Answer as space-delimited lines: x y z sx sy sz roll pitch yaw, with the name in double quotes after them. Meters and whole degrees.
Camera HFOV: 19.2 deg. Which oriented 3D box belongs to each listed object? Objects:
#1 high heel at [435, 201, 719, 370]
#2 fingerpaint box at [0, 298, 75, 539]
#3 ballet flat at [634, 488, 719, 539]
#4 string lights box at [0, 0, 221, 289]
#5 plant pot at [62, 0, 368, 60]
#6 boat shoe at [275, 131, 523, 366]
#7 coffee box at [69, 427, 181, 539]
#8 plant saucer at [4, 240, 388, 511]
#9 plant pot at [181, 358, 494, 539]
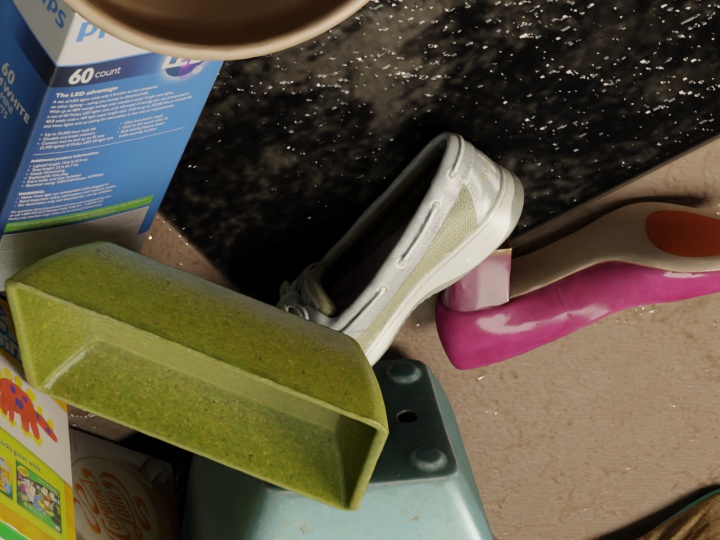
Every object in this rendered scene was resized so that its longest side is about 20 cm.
0.144 0.015 1.257 0.199 0.067 0.096 2 128 7 "high heel"
-0.245 0.069 1.153 0.073 0.167 0.200 -28 136 18 "fingerpaint box"
0.197 0.225 1.494 0.200 0.072 0.068 -30 135 19 "ballet flat"
-0.137 -0.080 1.056 0.103 0.059 0.200 -14 147 -37 "string lights box"
-0.067 -0.201 0.937 0.200 0.093 0.201 -7 117 -14 "plant pot"
0.001 0.001 1.211 0.202 0.075 0.065 -39 126 21 "boat shoe"
-0.169 0.200 1.287 0.114 0.200 0.080 23 127 -32 "coffee box"
-0.079 0.051 1.115 0.199 0.048 0.200 21 161 2 "plant saucer"
-0.011 0.167 1.307 0.195 0.196 0.200 -5 125 -8 "plant pot"
